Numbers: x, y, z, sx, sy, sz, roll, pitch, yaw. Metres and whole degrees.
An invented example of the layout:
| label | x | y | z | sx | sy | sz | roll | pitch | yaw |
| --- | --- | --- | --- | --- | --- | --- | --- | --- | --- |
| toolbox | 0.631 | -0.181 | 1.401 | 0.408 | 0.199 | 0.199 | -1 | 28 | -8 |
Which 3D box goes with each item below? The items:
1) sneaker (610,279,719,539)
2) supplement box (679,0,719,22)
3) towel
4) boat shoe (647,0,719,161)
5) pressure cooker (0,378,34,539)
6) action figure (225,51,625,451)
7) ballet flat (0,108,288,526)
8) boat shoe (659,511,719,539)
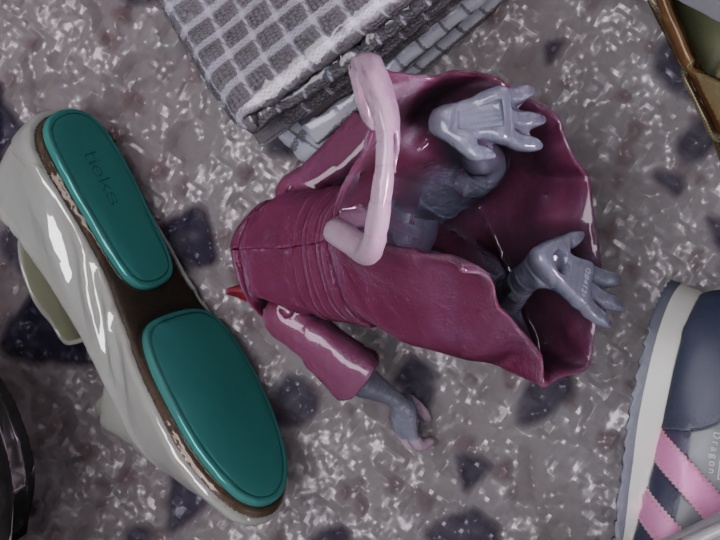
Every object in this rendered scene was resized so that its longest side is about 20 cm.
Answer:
| label | x | y | z | sx | sy | sz | roll | pitch | yaw |
| --- | --- | --- | --- | --- | --- | --- | --- | --- | --- |
| sneaker | 0.140 | 0.109 | 0.753 | 0.081 | 0.070 | 0.202 | 8 | 96 | 18 |
| supplement box | 0.169 | -0.190 | 0.676 | 0.103 | 0.101 | 0.201 | 30 | 72 | 14 |
| towel | -0.011 | -0.164 | 0.780 | 0.200 | 0.086 | 0.166 | -39 | 81 | 15 |
| boat shoe | 0.156 | -0.071 | 0.738 | 0.075 | 0.074 | 0.201 | -33 | 83 | 15 |
| pressure cooker | -0.229 | 0.099 | 0.807 | 0.177 | 0.200 | 0.177 | 21 | 78 | -6 |
| action figure | 0.000 | 0.000 | 0.751 | 0.199 | 0.148 | 0.135 | -9 | 80 | 49 |
| ballet flat | -0.097 | 0.027 | 0.832 | 0.069 | 0.069 | 0.201 | -33 | 79 | 15 |
| boat shoe | 0.106 | 0.126 | 0.688 | 0.199 | 0.067 | 0.074 | -38 | 76 | -4 |
